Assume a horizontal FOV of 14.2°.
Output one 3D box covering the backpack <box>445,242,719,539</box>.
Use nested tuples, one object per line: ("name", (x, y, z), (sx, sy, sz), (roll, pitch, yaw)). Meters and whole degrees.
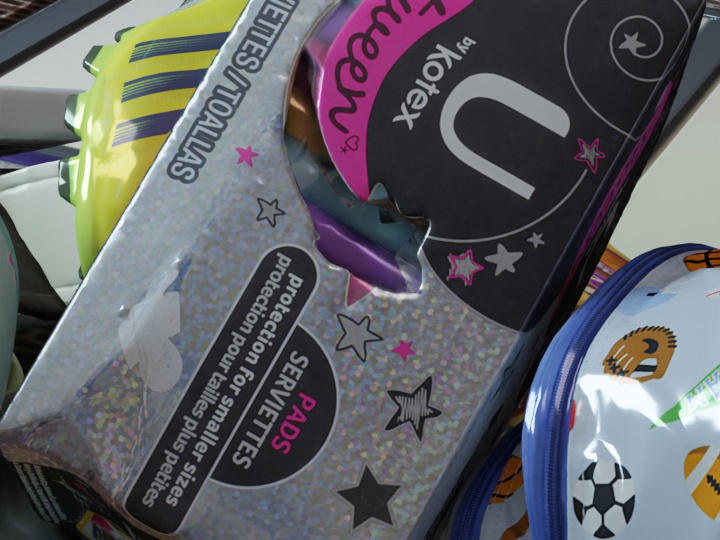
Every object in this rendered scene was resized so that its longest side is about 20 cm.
("backpack", (0.114, 0.085, 0.779), (0.153, 0.192, 0.200), (-1, 16, 26))

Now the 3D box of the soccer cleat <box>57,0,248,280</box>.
("soccer cleat", (-0.037, -0.056, 0.936), (0.083, 0.065, 0.200), (7, 33, 15))

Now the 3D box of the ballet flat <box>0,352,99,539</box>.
("ballet flat", (-0.127, 0.057, 0.933), (0.068, 0.068, 0.200), (-46, 49, -11))

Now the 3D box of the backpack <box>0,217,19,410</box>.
("backpack", (-0.176, -0.004, 0.675), (0.126, 0.168, 0.200), (-14, 38, -38))

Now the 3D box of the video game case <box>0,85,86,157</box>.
("video game case", (-0.234, -0.050, 1.098), (0.199, 0.024, 0.181), (-1, -4, -44))

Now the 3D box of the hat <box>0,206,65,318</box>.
("hat", (-0.184, -0.023, 0.889), (0.201, 0.081, 0.201), (43, 3, -3))

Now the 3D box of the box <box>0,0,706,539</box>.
("box", (0.000, 0.000, 0.813), (0.114, 0.201, 0.132), (28, -13, 6))

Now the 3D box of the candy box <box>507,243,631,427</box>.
("candy box", (0.043, 0.011, 1.026), (0.199, 0.057, 0.117), (17, 14, -39))

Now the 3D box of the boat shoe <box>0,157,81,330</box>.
("boat shoe", (-0.163, -0.006, 1.089), (0.200, 0.073, 0.060), (-4, -9, 3))
